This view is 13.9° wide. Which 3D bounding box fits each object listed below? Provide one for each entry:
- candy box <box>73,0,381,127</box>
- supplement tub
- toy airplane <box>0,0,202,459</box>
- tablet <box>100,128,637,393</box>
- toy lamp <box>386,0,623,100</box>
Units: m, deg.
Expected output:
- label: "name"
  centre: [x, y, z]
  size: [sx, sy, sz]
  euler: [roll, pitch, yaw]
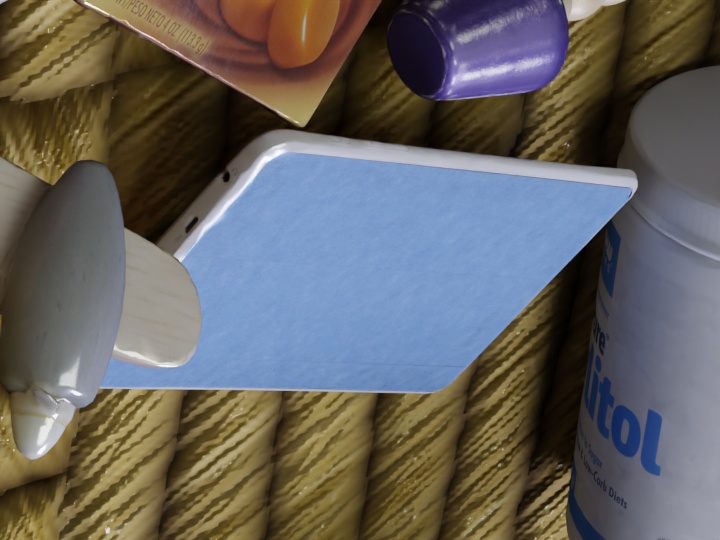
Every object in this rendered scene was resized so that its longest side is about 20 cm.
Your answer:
- label: "candy box"
  centre: [-0.014, -0.157, 0.916]
  size: [0.117, 0.056, 0.200]
  euler: [27, 95, -51]
- label: "supplement tub"
  centre: [0.156, 0.034, 1.169]
  size: [0.132, 0.132, 0.201]
  euler: [-21, 129, -35]
- label: "toy airplane"
  centre: [-0.153, -0.022, 0.797]
  size: [0.199, 0.141, 0.200]
  euler: [-23, 113, -16]
- label: "tablet"
  centre: [0.000, 0.000, 1.043]
  size: [0.200, 0.014, 0.130]
  euler: [3, 138, -48]
- label: "toy lamp"
  centre: [0.093, -0.110, 1.062]
  size: [0.200, 0.058, 0.058]
  euler: [-27, 134, -34]
